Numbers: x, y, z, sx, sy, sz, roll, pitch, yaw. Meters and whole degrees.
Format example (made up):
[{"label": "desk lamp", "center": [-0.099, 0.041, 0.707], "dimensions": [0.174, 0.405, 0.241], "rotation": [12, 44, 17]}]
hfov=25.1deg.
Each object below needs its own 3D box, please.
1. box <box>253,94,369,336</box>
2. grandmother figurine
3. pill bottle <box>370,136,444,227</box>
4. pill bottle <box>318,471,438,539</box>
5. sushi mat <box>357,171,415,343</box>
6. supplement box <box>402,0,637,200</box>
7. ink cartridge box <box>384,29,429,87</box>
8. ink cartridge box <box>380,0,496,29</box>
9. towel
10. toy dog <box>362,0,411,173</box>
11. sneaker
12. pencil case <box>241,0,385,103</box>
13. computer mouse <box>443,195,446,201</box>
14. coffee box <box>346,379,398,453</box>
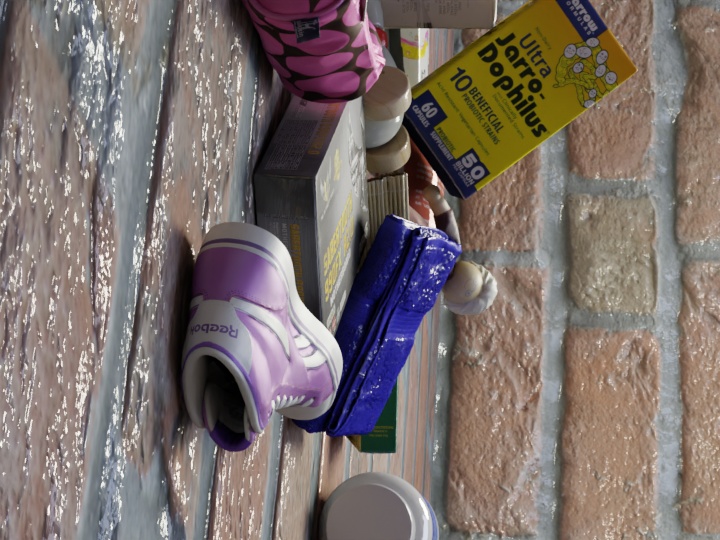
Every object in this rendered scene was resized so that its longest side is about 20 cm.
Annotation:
[{"label": "box", "center": [-0.034, -0.050, 1.268], "dimensions": [0.200, 0.048, 0.159], "rotation": [-71, 162, -58]}, {"label": "grandmother figurine", "center": [0.047, -0.018, 1.490], "dimensions": [0.121, 0.200, 0.061], "rotation": [-52, -151, 9]}, {"label": "pill bottle", "center": [0.026, -0.055, 1.591], "dimensions": [0.112, 0.112, 0.201], "rotation": [76, 16, -68]}, {"label": "pill bottle", "center": [0.018, 0.256, 1.585], "dimensions": [0.200, 0.111, 0.113], "rotation": [65, 27, -77]}, {"label": "sushi mat", "center": [0.000, 0.000, 1.447], "dimensions": [0.012, 0.095, 0.201], "rotation": [-112, -166, -50]}, {"label": "supplement box", "center": [0.140, -0.170, 1.511], "dimensions": [0.109, 0.200, 0.110], "rotation": [53, -1, -7]}, {"label": "ink cartridge box", "center": [0.029, -0.249, 1.705], "dimensions": [0.148, 0.085, 0.201], "rotation": [-52, 141, -80]}, {"label": "ink cartridge box", "center": [0.072, -0.270, 1.559], "dimensions": [0.116, 0.199, 0.068], "rotation": [-63, 154, -75]}, {"label": "towel", "center": [0.021, 0.054, 1.398], "dimensions": [0.201, 0.049, 0.148], "rotation": [-64, 157, 6]}, {"label": "toy dog", "center": [-0.015, -0.169, 1.417], "dimensions": [0.200, 0.096, 0.133], "rotation": [-108, -169, -60]}, {"label": "sneaker", "center": [-0.067, 0.070, 0.991], "dimensions": [0.201, 0.072, 0.115], "rotation": [63, 31, -56]}, {"label": "pencil case", "center": [-0.029, -0.178, 1.143], "dimensions": [0.200, 0.093, 0.091], "rotation": [59, 33, -80]}, {"label": "computer mouse", "center": [0.054, -0.050, 1.744], "dimensions": [0.200, 0.052, 0.139], "rotation": [151, -65, -70]}, {"label": "coffee box", "center": [0.012, 0.086, 1.696], "dimensions": [0.123, 0.044, 0.201], "rotation": [-155, -114, -81]}]
